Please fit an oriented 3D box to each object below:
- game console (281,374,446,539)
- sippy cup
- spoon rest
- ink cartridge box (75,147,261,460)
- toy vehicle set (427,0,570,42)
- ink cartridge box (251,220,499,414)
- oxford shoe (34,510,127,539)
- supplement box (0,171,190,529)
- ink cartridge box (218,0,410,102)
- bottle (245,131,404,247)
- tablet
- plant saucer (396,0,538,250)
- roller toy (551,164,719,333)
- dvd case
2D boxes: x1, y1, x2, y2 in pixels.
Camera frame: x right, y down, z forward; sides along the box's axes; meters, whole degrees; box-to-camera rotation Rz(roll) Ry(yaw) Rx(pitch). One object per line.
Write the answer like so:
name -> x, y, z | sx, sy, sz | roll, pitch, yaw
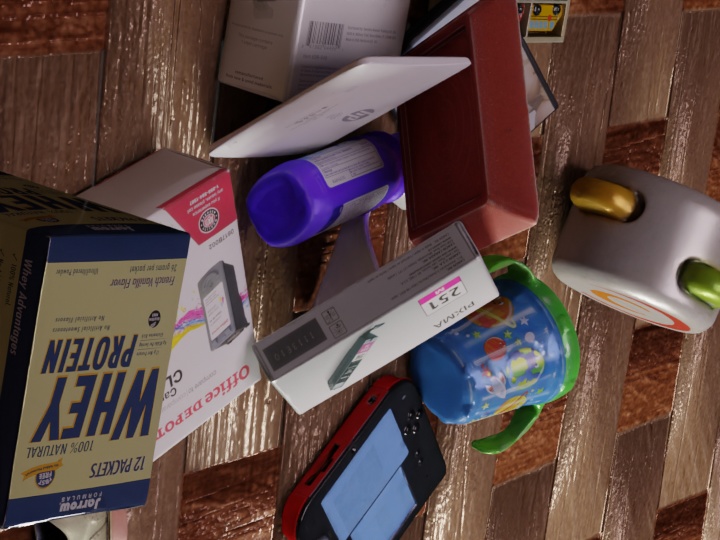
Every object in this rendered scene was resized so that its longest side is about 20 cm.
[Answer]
game console -> 0.008, 0.217, 1.882 | 0.200, 0.031, 0.177 | -51, 138, -25
sippy cup -> 0.123, 0.085, 1.906 | 0.130, 0.140, 0.179 | -23, 84, -33
spoon rest -> 0.000, 0.000, 1.748 | 0.061, 0.099, 0.201 | 40, 56, -27
ink cartridge box -> -0.164, 0.027, 1.536 | 0.147, 0.085, 0.201 | -36, 129, -39
toy vehicle set -> 0.139, -0.280, 1.851 | 0.199, 0.026, 0.125 | -9, 111, -51
ink cartridge box -> 0.023, 0.055, 1.637 | 0.199, 0.044, 0.174 | -31, 153, 2
oxford shoe -> -0.230, 0.156, 1.516 | 0.074, 0.071, 0.201 | -31, 127, -37
supplement box -> -0.246, 0.047, 1.340 | 0.134, 0.199, 0.201 | -3, 107, -52
ink cartridge box -> -0.028, -0.242, 1.602 | 0.145, 0.084, 0.201 | -3, 108, -52
bottle -> -0.011, -0.078, 1.692 | 0.200, 0.083, 0.066 | -25, 86, -49
tablet -> -0.018, -0.131, 1.578 | 0.130, 0.199, 0.014 | -6, 77, -45
plant saucer -> 0.079, -0.117, 1.627 | 0.036, 0.200, 0.201 | -1, 80, -24
roller toy -> 0.301, -0.029, 2.038 | 0.182, 0.199, 0.141 | 96, 16, -84
dvd case -> 0.098, -0.170, 1.812 | 0.143, 0.018, 0.200 | -41, 137, -5
